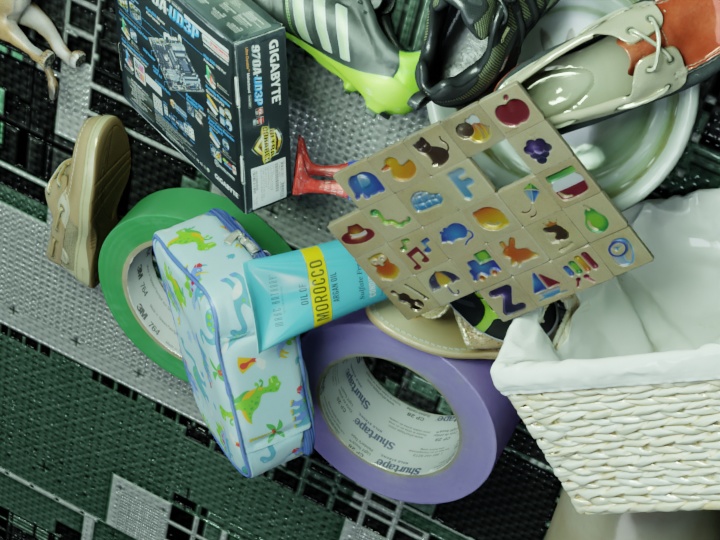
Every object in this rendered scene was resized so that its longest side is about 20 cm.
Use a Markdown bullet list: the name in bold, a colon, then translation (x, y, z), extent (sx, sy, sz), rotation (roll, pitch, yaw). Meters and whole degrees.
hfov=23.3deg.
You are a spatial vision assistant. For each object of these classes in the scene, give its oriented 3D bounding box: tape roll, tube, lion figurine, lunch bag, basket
- **tape roll**: translation (0.041, 0.101, 1.519), extent (0.200, 0.085, 0.200), rotation (16, 132, 18)
- **tube**: translation (0.000, 0.000, 1.384), extent (0.050, 0.200, 0.078), rotation (23, 127, 59)
- **tape roll**: translation (-0.141, 0.020, 1.586), extent (0.200, 0.048, 0.201), rotation (16, 132, 19)
- **lion figurine**: translation (-0.291, -0.238, 1.450), extent (0.122, 0.072, 0.200), rotation (33, 140, 14)
- **lunch bag**: translation (-0.106, 0.057, 1.464), extent (0.161, 0.082, 0.200), rotation (44, 150, 53)
- **basket**: translation (0.238, 0.059, 1.290), extent (0.200, 0.198, 0.161), rotation (-10, 124, 36)

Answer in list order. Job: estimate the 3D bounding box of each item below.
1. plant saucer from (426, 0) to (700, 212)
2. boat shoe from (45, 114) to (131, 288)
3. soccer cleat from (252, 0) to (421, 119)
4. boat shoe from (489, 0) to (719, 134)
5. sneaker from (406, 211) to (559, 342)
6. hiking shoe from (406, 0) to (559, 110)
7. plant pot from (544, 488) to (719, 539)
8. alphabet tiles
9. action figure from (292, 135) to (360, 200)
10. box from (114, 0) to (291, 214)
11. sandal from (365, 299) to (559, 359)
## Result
- **plant saucer**: translation (0.148, -0.134, 1.256), extent (0.200, 0.050, 0.200), rotation (5, 103, 21)
- **boat shoe**: translation (-0.253, -0.065, 1.568), extent (0.064, 0.071, 0.200), rotation (25, 136, 10)
- **soccer cleat**: translation (-0.024, -0.198, 1.334), extent (0.200, 0.068, 0.081), rotation (39, 105, 10)
- **boat shoe**: translation (0.179, -0.144, 1.180), extent (0.200, 0.063, 0.071), rotation (-23, 90, 19)
- **sneaker**: translation (0.083, -0.001, 1.317), extent (0.072, 0.083, 0.200), rotation (-41, 117, 10)
- **hiking shoe**: translation (0.097, -0.193, 1.182), extent (0.076, 0.101, 0.200), rotation (29, 110, 12)
- **plant pot**: translation (0.233, 0.242, 1.466), extent (0.200, 0.200, 0.174), rotation (12, 113, 23)
- **alphabet tiles**: translation (0.080, -0.032, 1.238), extent (0.200, 0.008, 0.167), rotation (-24, 117, 35)
- **action figure**: translation (0.053, -0.097, 1.347), extent (0.200, 0.065, 0.099), rotation (7, 116, -5)
- **box**: translation (-0.127, -0.160, 1.366), extent (0.200, 0.046, 0.159), rotation (43, 146, 40)
- **sandal**: translation (0.115, 0.035, 1.419), extent (0.212, 0.078, 0.070), rotation (20, 134, -4)
